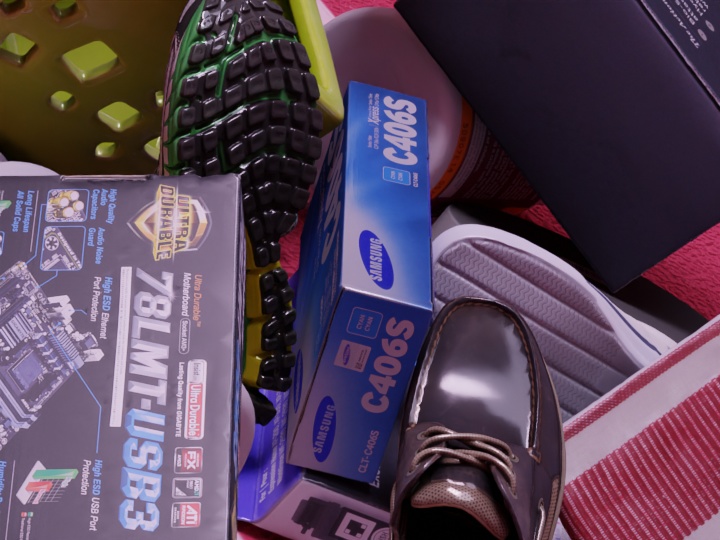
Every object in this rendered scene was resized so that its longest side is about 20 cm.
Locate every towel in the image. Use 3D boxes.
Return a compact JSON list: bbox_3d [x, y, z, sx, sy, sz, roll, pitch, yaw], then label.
[{"bbox_3d":[0.172,0.133,1.023,0.144,0.023,0.201,-30,86,-34],"label":"towel"}]

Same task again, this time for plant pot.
[{"bbox_3d":[-0.147,-0.142,1.100,0.200,0.181,0.200,41,26,-47],"label":"plant pot"}]

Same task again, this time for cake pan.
[{"bbox_3d":[0.116,0.018,1.235,0.199,0.037,0.200,25,12,-5],"label":"cake pan"}]

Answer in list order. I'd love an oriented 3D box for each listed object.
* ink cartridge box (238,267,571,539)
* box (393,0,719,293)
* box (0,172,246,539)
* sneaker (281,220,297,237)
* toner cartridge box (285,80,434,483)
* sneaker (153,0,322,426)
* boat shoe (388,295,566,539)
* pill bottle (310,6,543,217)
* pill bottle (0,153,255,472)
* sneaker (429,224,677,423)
[{"bbox_3d":[0.008,0.071,1.093,0.199,0.044,0.199,20,28,-11],"label":"ink cartridge box"},{"bbox_3d":[0.146,-0.125,1.254,0.197,0.117,0.200,52,28,-3],"label":"box"},{"bbox_3d":[-0.142,0.048,0.847,0.197,0.050,0.201,-1,48,-1],"label":"box"},{"bbox_3d":[-0.059,-0.104,1.225,0.091,0.201,0.077,22,-15,-39],"label":"sneaker"},{"bbox_3d":[0.000,0.000,1.059,0.043,0.095,0.200,13,29,-7],"label":"toner cartridge box"},{"bbox_3d":[-0.074,-0.030,1.010,0.078,0.201,0.085,-7,22,-41],"label":"sneaker"},{"bbox_3d":[0.048,0.099,0.937,0.074,0.073,0.201,2,66,3],"label":"boat shoe"},{"bbox_3d":[0.056,-0.087,1.321,0.114,0.115,0.199,42,23,27],"label":"pill bottle"},{"bbox_3d":[-0.138,0.024,0.970,0.104,0.105,0.200,-4,40,-46],"label":"pill bottle"},{"bbox_3d":[0.101,0.043,1.081,0.200,0.073,0.071,38,8,-22],"label":"sneaker"}]
